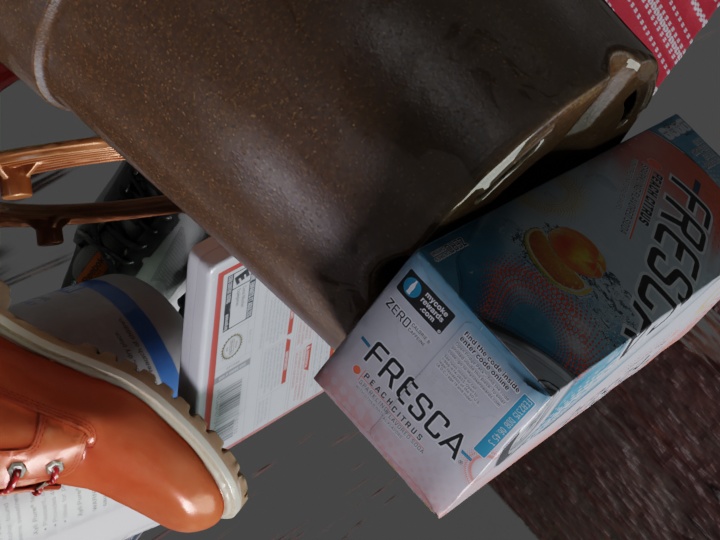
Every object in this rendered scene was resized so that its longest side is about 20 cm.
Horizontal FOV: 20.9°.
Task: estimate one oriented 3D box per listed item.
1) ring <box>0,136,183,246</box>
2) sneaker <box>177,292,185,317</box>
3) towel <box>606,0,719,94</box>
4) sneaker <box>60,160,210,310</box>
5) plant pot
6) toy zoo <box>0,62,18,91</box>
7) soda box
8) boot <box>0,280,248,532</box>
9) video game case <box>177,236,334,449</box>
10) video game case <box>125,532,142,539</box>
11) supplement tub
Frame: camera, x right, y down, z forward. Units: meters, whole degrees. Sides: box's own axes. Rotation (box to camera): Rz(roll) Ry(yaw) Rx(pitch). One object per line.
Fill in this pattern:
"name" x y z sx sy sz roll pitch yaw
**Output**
"ring" -0.103 -0.033 0.858 0.200 0.019 0.200 -7 174 -1
"sneaker" -0.056 0.022 1.004 0.081 0.074 0.200 -25 170 5
"towel" 0.091 -0.117 0.874 0.200 0.022 0.145 -52 132 -15
"sneaker" -0.107 -0.025 1.023 0.079 0.074 0.200 -28 162 -34
"plant pot" -0.014 -0.088 0.692 0.200 0.198 0.200 -41 167 -12
"toy zoo" -0.121 -0.122 0.748 0.200 0.020 0.131 -38 167 -22
"soda box" 0.073 0.009 0.677 0.200 0.064 0.068 -28 161 -53
"boot" -0.150 0.078 0.857 0.107 0.200 0.075 -62 -177 -31
"video game case" 0.000 0.000 0.904 0.200 0.017 0.143 -29 148 -30
"video game case" -0.179 0.121 1.061 0.200 0.142 0.019 -51 144 -60
"supplement tub" -0.180 0.089 0.954 0.200 0.132 0.132 -19 156 -34
